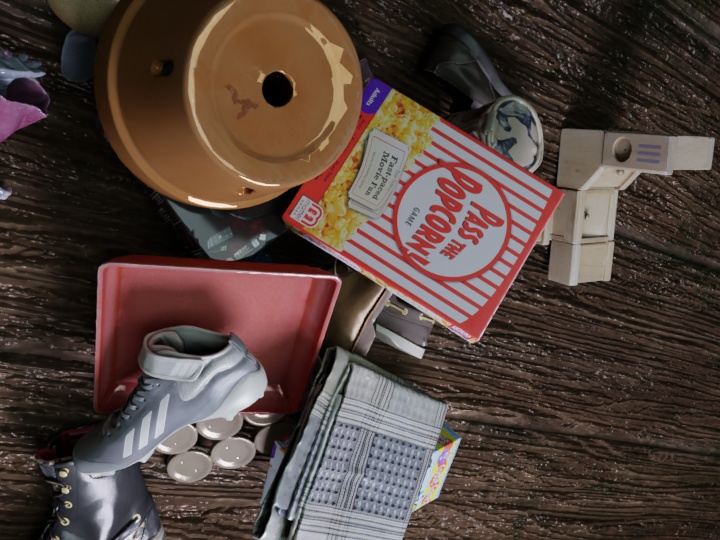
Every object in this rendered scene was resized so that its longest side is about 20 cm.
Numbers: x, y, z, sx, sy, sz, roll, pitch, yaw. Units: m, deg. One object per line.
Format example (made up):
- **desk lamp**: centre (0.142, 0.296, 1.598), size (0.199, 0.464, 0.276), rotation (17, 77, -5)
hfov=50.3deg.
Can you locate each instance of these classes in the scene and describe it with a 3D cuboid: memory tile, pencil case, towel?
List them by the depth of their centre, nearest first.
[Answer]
- **towel**: centre (0.002, 0.192, 0.750), size (0.200, 0.034, 0.194), rotation (31, 78, -43)
- **memory tile**: centre (-0.155, 0.138, 0.797), size (0.152, 0.017, 0.201), rotation (-18, 127, -2)
- **pencil case**: centre (0.104, -0.133, 0.801), size (0.089, 0.200, 0.078), rotation (10, 89, -28)

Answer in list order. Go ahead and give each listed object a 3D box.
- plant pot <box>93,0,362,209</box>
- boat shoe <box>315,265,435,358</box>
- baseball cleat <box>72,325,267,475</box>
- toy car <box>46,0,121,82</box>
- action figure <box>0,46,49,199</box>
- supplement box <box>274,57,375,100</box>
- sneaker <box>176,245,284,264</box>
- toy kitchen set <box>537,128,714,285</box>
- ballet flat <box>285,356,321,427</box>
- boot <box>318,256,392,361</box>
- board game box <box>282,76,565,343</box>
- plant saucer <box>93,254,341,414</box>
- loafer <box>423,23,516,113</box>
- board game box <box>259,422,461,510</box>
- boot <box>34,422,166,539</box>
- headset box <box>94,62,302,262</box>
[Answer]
- **plant pot**: centre (-0.088, -0.139, 0.589), size (0.199, 0.140, 0.202), rotation (-8, 106, -29)
- **boat shoe**: centre (0.015, 0.038, 0.881), size (0.200, 0.072, 0.060), rotation (34, 81, -38)
- **baseball cleat**: centre (-0.184, 0.107, 0.674), size (0.199, 0.070, 0.107), rotation (-26, 121, 6)
- **toy car**: centre (-0.223, -0.257, 0.631), size (0.164, 0.158, 0.201), rotation (-29, 147, -16)
- **action figure**: centre (-0.330, -0.091, 0.585), size (0.200, 0.149, 0.134), rotation (-39, 117, 23)
- **supplement box**: centre (-0.007, -0.113, 0.794), size (0.086, 0.110, 0.201), rotation (-39, 122, -14)
- **sneaker**: centre (-0.165, 0.019, 0.776), size (0.199, 0.076, 0.077), rotation (-14, 150, -36)
- **toy kitchen set**: centre (0.295, -0.070, 0.947), size (0.162, 0.180, 0.202), rotation (-4, 103, -29)
- **ballet flat**: centre (-0.075, 0.093, 0.843), size (0.071, 0.069, 0.201), rotation (-41, 139, -38)
- **boot**: centre (0.000, 0.000, 0.745), size (0.075, 0.074, 0.201), rotation (23, 105, -4)
- **board game box**: centre (0.055, -0.053, 0.679), size (0.199, 0.046, 0.152), rotation (31, 82, 3)
- **plant saucer**: centre (-0.136, 0.059, 0.697), size (0.199, 0.037, 0.200), rotation (3, 134, -18)
- **loafer**: centre (0.137, -0.188, 0.888), size (0.071, 0.073, 0.200), rotation (-46, 115, -4)
- **board game box**: centre (0.002, 0.227, 0.872), size (0.199, 0.105, 0.104), rotation (-15, 132, -41)
- **boot**: centre (-0.296, 0.244, 0.755), size (0.199, 0.073, 0.152), rotation (-15, 114, -31)
- **headset box**: centre (-0.136, -0.114, 0.709), size (0.148, 0.075, 0.201), rotation (-38, 102, -18)
